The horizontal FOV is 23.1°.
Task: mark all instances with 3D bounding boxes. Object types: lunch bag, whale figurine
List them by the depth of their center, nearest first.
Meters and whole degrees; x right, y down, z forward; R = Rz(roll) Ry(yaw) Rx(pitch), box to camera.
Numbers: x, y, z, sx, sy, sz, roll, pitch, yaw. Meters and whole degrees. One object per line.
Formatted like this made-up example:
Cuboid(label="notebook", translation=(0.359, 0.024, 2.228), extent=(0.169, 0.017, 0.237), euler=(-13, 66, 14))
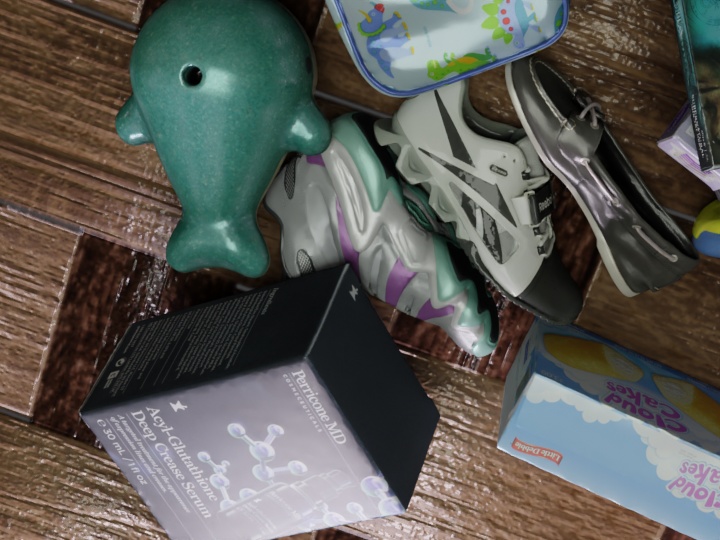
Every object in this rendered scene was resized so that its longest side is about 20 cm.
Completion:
Cuboid(label="lunch bag", translation=(0.041, -0.226, 1.165), extent=(0.160, 0.083, 0.201), euler=(-20, 107, 13))
Cuboid(label="whale figurine", translation=(-0.100, -0.095, 1.203), extent=(0.158, 0.104, 0.201), euler=(6, 95, 13))

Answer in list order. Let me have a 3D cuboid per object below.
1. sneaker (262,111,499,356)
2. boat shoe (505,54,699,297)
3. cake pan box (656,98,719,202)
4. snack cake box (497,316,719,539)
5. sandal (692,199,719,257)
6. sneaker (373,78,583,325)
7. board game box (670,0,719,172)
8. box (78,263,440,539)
Cuboid(label="sneaker", translation=(0.000, 0.000, 1.265), extent=(0.140, 0.078, 0.200), euler=(-33, 94, 20))
Cuboid(label="boat shoe", translation=(0.169, -0.072, 1.212), extent=(0.057, 0.067, 0.200), euler=(-21, 113, 28))
Cuboid(label="cake pan box", translation=(0.320, -0.101, 1.145), extent=(0.184, 0.052, 0.200), euler=(36, 86, -1))
Cuboid(label="snack cake box", translation=(0.201, 0.116, 1.254), extent=(0.199, 0.115, 0.067), euler=(24, 112, -2))
Cuboid(label="sandal", translation=(0.326, -0.001, 1.216), extent=(0.199, 0.080, 0.088), euler=(12, 116, 5))
Cuboid(label="sneaker", translation=(0.104, -0.051, 1.227), extent=(0.088, 0.074, 0.200), euler=(-37, 102, 21))
Cuboid(label="board game box", translation=(0.300, -0.144, 1.106), extent=(0.199, 0.028, 0.136), euler=(-10, 88, -6))
Cuboid(label="box", translation=(-0.070, 0.103, 1.254), extent=(0.199, 0.107, 0.149), euler=(-16, 120, 29))
